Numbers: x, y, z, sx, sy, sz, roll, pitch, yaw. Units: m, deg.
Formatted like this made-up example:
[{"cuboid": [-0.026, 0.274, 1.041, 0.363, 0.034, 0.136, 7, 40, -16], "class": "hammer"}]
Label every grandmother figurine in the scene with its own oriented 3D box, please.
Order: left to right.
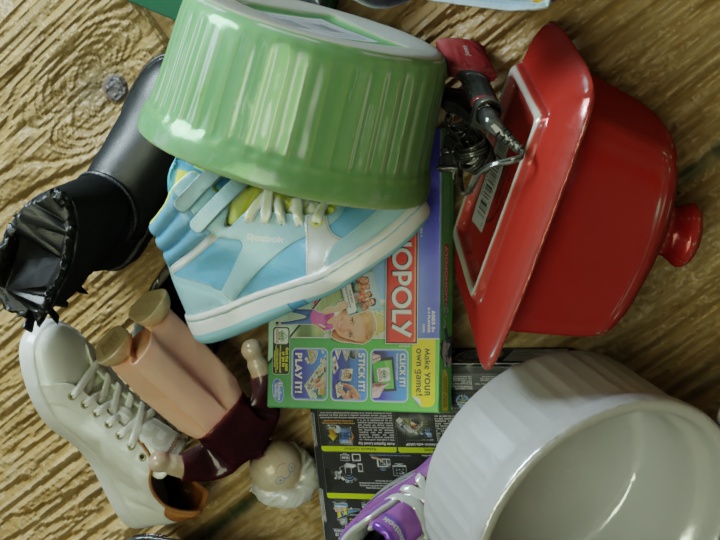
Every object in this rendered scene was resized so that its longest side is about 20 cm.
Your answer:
[{"cuboid": [-0.107, 0.108, 1.384, 0.121, 0.061, 0.200, -44, 113, 5], "class": "grandmother figurine"}]

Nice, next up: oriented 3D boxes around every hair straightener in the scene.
[{"cuboid": [0.076, -0.094, 1.228, 0.041, 0.200, 0.077, 4, 110, -12], "class": "hair straightener"}]

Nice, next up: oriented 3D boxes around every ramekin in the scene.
[{"cuboid": [-0.039, -0.118, 1.227, 0.200, 0.200, 0.098, 19, 105, 17], "class": "ramekin"}, {"cuboid": [0.138, 0.151, 1.229, 0.098, 0.200, 0.201, 45, 124, 52], "class": "ramekin"}]

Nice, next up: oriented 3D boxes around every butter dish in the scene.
[{"cuboid": [0.154, -0.040, 1.227, 0.147, 0.200, 0.200, 15, 109, -10], "class": "butter dish"}]

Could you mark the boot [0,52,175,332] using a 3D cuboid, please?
[{"cuboid": [-0.189, -0.058, 1.354, 0.073, 0.162, 0.199, 33, 113, 10], "class": "boot"}]

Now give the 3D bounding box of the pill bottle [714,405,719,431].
[{"cuboid": [0.341, 0.096, 1.202, 0.200, 0.113, 0.114, 24, 111, 15], "class": "pill bottle"}]

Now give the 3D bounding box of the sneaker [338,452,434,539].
[{"cuboid": [0.063, 0.154, 1.283, 0.073, 0.114, 0.200, 48, 114, 7], "class": "sneaker"}]

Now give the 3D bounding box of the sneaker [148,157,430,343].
[{"cuboid": [-0.061, -0.041, 1.288, 0.200, 0.080, 0.131, -25, 101, 20], "class": "sneaker"}]

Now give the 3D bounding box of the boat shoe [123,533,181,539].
[{"cuboid": [-0.106, 0.251, 1.427, 0.201, 0.063, 0.074, 13, 88, 32], "class": "boat shoe"}]

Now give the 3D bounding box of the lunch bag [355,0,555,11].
[{"cuboid": [0.052, -0.235, 1.208, 0.200, 0.170, 0.127, 11, 110, 16], "class": "lunch bag"}]

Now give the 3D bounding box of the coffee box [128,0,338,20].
[{"cuboid": [-0.106, -0.234, 1.342, 0.200, 0.044, 0.123, 26, 111, 15], "class": "coffee box"}]

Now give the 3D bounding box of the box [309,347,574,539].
[{"cuboid": [0.064, 0.139, 1.365, 0.200, 0.044, 0.161, -2, 103, 23], "class": "box"}]

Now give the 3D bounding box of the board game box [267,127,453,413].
[{"cuboid": [0.000, 0.000, 1.338, 0.134, 0.029, 0.201, 0, 88, 24], "class": "board game box"}]

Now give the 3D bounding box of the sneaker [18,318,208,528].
[{"cuboid": [-0.179, 0.112, 1.419, 0.085, 0.073, 0.200, -9, 126, 36], "class": "sneaker"}]

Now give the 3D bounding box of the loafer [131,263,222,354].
[{"cuboid": [-0.130, 0.017, 1.404, 0.072, 0.063, 0.200, 34, 113, 11], "class": "loafer"}]
